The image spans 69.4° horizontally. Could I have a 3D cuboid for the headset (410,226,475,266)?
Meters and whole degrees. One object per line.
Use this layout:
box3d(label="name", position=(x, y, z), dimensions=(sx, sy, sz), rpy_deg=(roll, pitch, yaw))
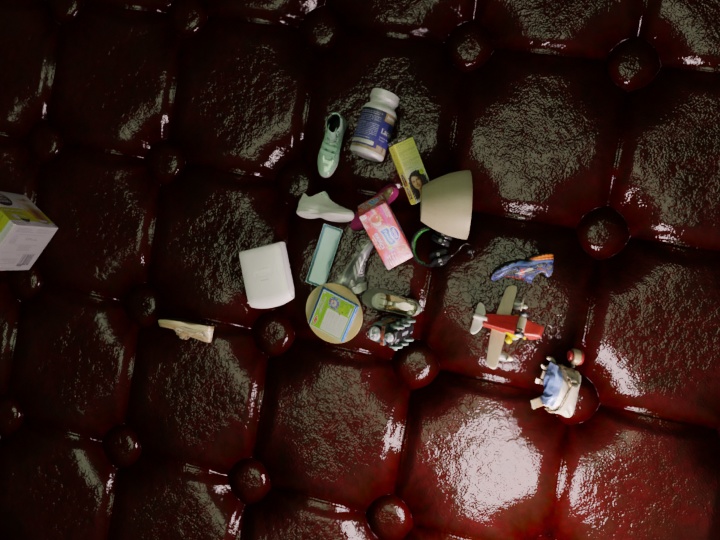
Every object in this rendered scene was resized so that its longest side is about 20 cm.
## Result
box3d(label="headset", position=(0.257, -0.070, 1.633), dimensions=(0.196, 0.094, 0.127), rpy_deg=(7, 92, 25))

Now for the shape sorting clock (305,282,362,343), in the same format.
box3d(label="shape sorting clock", position=(-0.086, 0.138, 1.686), dimensions=(0.195, 0.039, 0.205), rpy_deg=(4, 107, 13))

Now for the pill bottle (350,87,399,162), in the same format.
box3d(label="pill bottle", position=(0.048, -0.456, 1.634), dimensions=(0.113, 0.116, 0.204), rpy_deg=(19, 94, 9))

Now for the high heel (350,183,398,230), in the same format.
box3d(label="high heel", position=(0.038, -0.201, 1.646), dimensions=(0.200, 0.096, 0.068), rpy_deg=(-44, 83, 7))

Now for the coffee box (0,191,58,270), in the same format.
box3d(label="coffee box", position=(-1.247, -0.141, 1.821), dimensions=(0.197, 0.200, 0.201), rpy_deg=(41, 97, 8))

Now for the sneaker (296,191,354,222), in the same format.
box3d(label="sneaker", position=(-0.111, -0.213, 1.688), dimensions=(0.195, 0.075, 0.090), rpy_deg=(9, 76, 14))

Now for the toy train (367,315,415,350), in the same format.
box3d(label="toy train", position=(0.097, 0.185, 1.592), dimensions=(0.112, 0.199, 0.087), rpy_deg=(8, 97, 23))

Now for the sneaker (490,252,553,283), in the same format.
box3d(label="sneaker", position=(0.494, 0.004, 1.580), dimensions=(0.196, 0.075, 0.080), rpy_deg=(-14, 91, 11))

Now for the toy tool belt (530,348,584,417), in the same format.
box3d(label="toy tool belt", position=(0.581, 0.322, 1.540), dimensions=(0.120, 0.125, 0.205), rpy_deg=(12, 92, 1))

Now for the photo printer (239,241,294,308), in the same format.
box3d(label="photo printer", position=(-0.308, 0.021, 1.721), dimensions=(0.163, 0.069, 0.205), rpy_deg=(-12, 88, 10))

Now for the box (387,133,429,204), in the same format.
box3d(label="box", position=(0.158, -0.314, 1.617), dimensions=(0.074, 0.050, 0.203), rpy_deg=(-26, 98, -13))

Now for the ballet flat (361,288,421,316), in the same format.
box3d(label="ballet flat", position=(0.097, 0.101, 1.653), dimensions=(0.195, 0.064, 0.069), rpy_deg=(11, 92, 10))

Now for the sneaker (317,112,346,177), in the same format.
box3d(label="sneaker", position=(-0.102, -0.404, 1.659), dimensions=(0.072, 0.118, 0.205), rpy_deg=(17, 94, 8))

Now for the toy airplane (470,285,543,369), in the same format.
box3d(label="toy airplane", position=(0.434, 0.171, 1.571), dimensions=(0.199, 0.140, 0.201), rpy_deg=(-39, 46, 16))

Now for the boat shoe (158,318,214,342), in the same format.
box3d(label="boat shoe", position=(-0.600, 0.204, 1.773), dimensions=(0.195, 0.071, 0.066), rpy_deg=(9, 91, 9))

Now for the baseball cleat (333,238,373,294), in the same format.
box3d(label="baseball cleat", position=(0.000, 0.000, 1.676), dimensions=(0.106, 0.070, 0.201), rpy_deg=(39, 106, 2))

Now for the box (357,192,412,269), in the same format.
box3d(label="box", position=(0.076, -0.121, 1.599), dimensions=(0.094, 0.100, 0.202), rpy_deg=(-26, 114, 9))

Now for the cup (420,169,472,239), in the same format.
box3d(label="cup", position=(0.250, -0.197, 1.550), dimensions=(0.140, 0.200, 0.206), rpy_deg=(1, 90, 4))

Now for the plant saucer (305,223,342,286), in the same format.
box3d(label="plant saucer", position=(-0.119, -0.047, 1.714), dimensions=(0.069, 0.019, 0.204), rpy_deg=(19, 93, 9))
